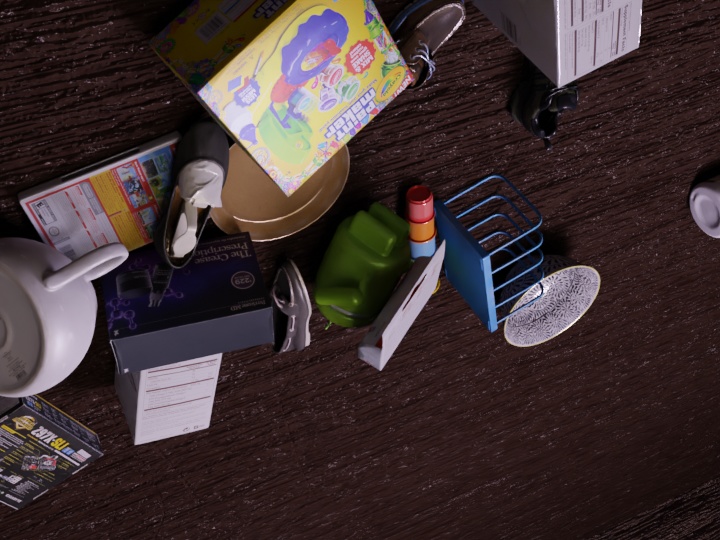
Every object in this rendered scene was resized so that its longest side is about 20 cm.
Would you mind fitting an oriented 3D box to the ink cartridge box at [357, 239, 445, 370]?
[{"bbox_3d":[0.054,0.045,1.199,0.162,0.050,0.200,-55,166,-17],"label":"ink cartridge box"}]

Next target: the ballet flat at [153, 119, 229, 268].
[{"bbox_3d":[-0.199,-0.083,1.029,0.068,0.068,0.200,4,129,-27],"label":"ballet flat"}]

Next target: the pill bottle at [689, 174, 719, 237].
[{"bbox_3d":[0.739,-0.148,1.613,0.199,0.111,0.111,-23,142,-11],"label":"pill bottle"}]

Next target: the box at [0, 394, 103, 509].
[{"bbox_3d":[-0.502,0.262,1.247,0.159,0.049,0.200,-34,142,-2],"label":"box"}]

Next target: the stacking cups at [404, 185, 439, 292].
[{"bbox_3d":[0.089,-0.043,1.318,0.060,0.061,0.200,-23,140,-12],"label":"stacking cups"}]

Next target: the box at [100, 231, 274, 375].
[{"bbox_3d":[-0.224,0.039,1.097,0.199,0.141,0.079,-12,142,-14],"label":"box"}]

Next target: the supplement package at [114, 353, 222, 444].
[{"bbox_3d":[-0.275,0.133,1.206,0.117,0.117,0.200,-9,136,-27],"label":"supplement package"}]

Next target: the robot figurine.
[{"bbox_3d":[0.000,0.000,1.253,0.175,0.116,0.200,-36,157,-53],"label":"robot figurine"}]

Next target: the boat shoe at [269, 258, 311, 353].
[{"bbox_3d":[-0.112,0.064,1.287,0.057,0.067,0.200,-24,146,-18],"label":"boat shoe"}]

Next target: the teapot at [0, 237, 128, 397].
[{"bbox_3d":[-0.384,0.043,1.006,0.146,0.199,0.198,-34,136,-62],"label":"teapot"}]

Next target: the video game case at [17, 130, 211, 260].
[{"bbox_3d":[-0.294,-0.079,1.041,0.199,0.017,0.143,-24,142,-11],"label":"video game case"}]

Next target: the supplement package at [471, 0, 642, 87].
[{"bbox_3d":[0.213,-0.339,0.959,0.111,0.200,0.156,-27,143,-5],"label":"supplement package"}]

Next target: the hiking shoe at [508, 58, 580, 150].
[{"bbox_3d":[0.272,-0.267,1.162,0.076,0.101,0.200,-15,139,-22],"label":"hiking shoe"}]

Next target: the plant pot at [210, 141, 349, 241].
[{"bbox_3d":[-0.110,-0.122,1.116,0.199,0.028,0.200,-20,140,-17],"label":"plant pot"}]

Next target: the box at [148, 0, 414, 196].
[{"bbox_3d":[-0.079,-0.227,0.922,0.200,0.122,0.193,-44,143,-1],"label":"box"}]

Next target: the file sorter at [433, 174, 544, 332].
[{"bbox_3d":[0.212,-0.030,1.354,0.122,0.139,0.200,-29,143,-9],"label":"file sorter"}]

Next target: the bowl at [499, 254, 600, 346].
[{"bbox_3d":[0.322,0.035,1.536,0.200,0.094,0.201,-20,141,-17],"label":"bowl"}]

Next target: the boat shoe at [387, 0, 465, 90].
[{"bbox_3d":[0.056,-0.258,1.043,0.200,0.072,0.072,-40,142,10],"label":"boat shoe"}]
